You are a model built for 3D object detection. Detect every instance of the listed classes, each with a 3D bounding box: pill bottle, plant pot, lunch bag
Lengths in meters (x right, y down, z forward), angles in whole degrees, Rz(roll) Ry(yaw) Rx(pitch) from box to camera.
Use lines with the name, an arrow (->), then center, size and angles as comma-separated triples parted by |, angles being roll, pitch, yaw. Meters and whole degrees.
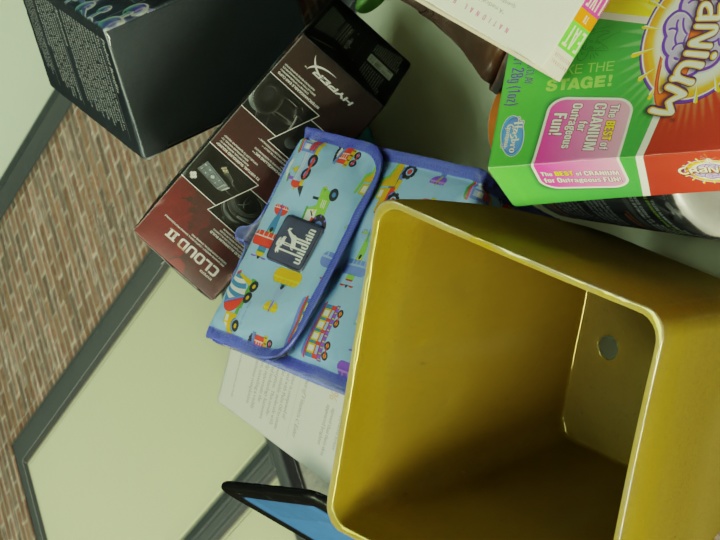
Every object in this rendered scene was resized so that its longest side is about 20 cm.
pill bottle -> 0.156, -0.078, 1.477 | 0.200, 0.106, 0.107 | 11, 101, 58
plant pot -> 0.123, 0.071, 1.445 | 0.199, 0.176, 0.201 | 24, 114, 36
lunch bag -> 0.000, 0.000, 1.583 | 0.199, 0.094, 0.151 | 19, 83, 41

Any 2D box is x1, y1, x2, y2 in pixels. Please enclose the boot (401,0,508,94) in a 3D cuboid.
boot -> 0.018, -0.191, 1.545 | 0.064, 0.200, 0.186 | -55, 6, 3

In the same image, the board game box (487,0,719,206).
board game box -> 0.176, -0.115, 1.353 | 0.199, 0.040, 0.154 | -4, 59, 27

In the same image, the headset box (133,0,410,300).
headset box -> -0.064, -0.077, 1.731 | 0.200, 0.077, 0.149 | -47, 4, 18

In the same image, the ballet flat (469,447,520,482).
ballet flat -> 0.114, 0.174, 1.557 | 0.200, 0.069, 0.070 | 44, 132, 19

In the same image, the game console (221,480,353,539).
game console -> -0.009, 0.229, 1.734 | 0.200, 0.116, 0.177 | 174, 93, -69

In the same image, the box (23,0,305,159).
box -> -0.147, -0.183, 1.893 | 0.200, 0.148, 0.108 | 36, 147, 56

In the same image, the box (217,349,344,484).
box -> 0.018, 0.073, 1.671 | 0.200, 0.097, 0.125 | 34, 122, 32

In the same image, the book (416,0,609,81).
book -> 0.107, -0.217, 1.372 | 0.133, 0.048, 0.201 | 32, 93, 31

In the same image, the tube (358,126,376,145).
tube -> -0.005, -0.061, 1.807 | 0.078, 0.050, 0.201 | -52, 43, 35

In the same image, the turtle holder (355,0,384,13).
turtle holder -> -0.006, -0.277, 1.700 | 0.186, 0.140, 0.132 | -58, 44, 45
